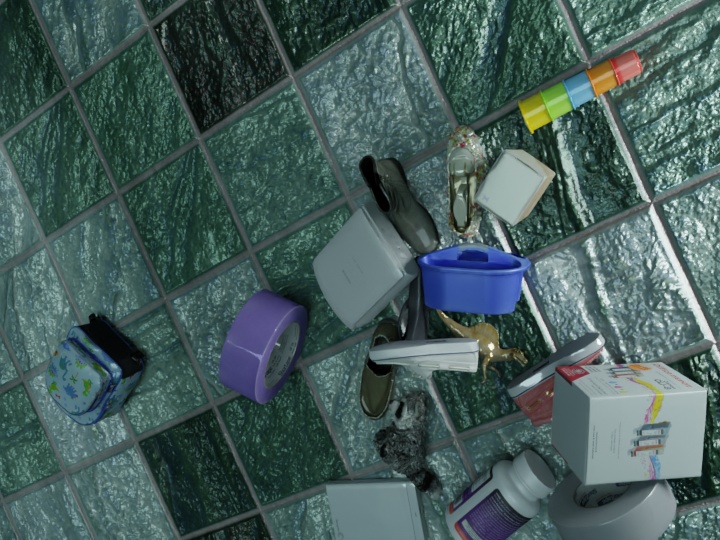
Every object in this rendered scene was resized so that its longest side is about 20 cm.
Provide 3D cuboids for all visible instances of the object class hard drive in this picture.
[{"bbox_3d":[0.032,0.491,1.476,0.195,0.027,0.135,-9,96,23],"label":"hard drive"}]

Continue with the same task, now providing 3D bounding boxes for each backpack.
[{"bbox_3d":[-0.607,0.239,1.618,0.182,0.146,0.202,37,113,13],"label":"backpack"}]

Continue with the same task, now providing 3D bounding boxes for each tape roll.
[{"bbox_3d":[-0.185,0.147,1.405,0.083,0.200,0.204,21,106,15],"label":"tape roll"},{"bbox_3d":[0.416,0.389,1.210,0.198,0.200,0.067,-29,96,23],"label":"tape roll"}]

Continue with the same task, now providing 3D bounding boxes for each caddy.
[{"bbox_3d":[0.196,0.004,1.264,0.195,0.141,0.108,4,106,20],"label":"caddy"}]

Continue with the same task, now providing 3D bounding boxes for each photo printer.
[{"bbox_3d":[0.000,0.000,1.352,0.200,0.069,0.168,-45,70,36],"label":"photo printer"}]

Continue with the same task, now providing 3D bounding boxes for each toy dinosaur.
[{"bbox_3d":[0.206,0.140,1.340,0.197,0.058,0.103,28,94,8],"label":"toy dinosaur"}]

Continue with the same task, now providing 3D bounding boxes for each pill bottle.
[{"bbox_3d":[0.258,0.421,1.328,0.112,0.111,0.200,46,112,8],"label":"pill bottle"}]

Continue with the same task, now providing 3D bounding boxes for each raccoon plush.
[{"bbox_3d":[0.118,0.327,1.402,0.199,0.097,0.134,41,99,-21],"label":"raccoon plush"}]

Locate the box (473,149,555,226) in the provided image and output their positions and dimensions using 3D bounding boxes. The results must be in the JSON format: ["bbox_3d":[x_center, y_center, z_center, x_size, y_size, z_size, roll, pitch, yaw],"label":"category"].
[{"bbox_3d":[0.254,-0.138,1.182,0.077,0.199,0.096,36,110,11],"label":"box"}]

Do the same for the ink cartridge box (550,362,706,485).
[{"bbox_3d":[0.429,0.242,1.174,0.195,0.145,0.149,-2,101,-7],"label":"ink cartridge box"}]

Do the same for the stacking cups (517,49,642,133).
[{"bbox_3d":[0.359,-0.294,1.188,0.197,0.060,0.062,-24,91,23],"label":"stacking cups"}]

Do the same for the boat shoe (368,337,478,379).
[{"bbox_3d":[0.113,0.159,1.286,0.195,0.072,0.068,-3,94,-8],"label":"boat shoe"}]

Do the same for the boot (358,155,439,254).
[{"bbox_3d":[0.063,-0.111,1.299,0.067,0.130,0.203,-29,88,23],"label":"boot"}]

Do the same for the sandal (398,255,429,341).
[{"bbox_3d":[0.099,0.075,1.355,0.042,0.076,0.206,7,92,27],"label":"sandal"}]

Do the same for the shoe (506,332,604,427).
[{"bbox_3d":[0.359,0.195,1.275,0.199,0.071,0.092,-38,89,25],"label":"shoe"}]

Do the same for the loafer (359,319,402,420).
[{"bbox_3d":[0.030,0.197,1.400,0.073,0.069,0.205,12,104,19],"label":"loafer"}]

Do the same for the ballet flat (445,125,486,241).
[{"bbox_3d":[0.184,-0.153,1.281,0.074,0.064,0.206,-2,98,22],"label":"ballet flat"}]
